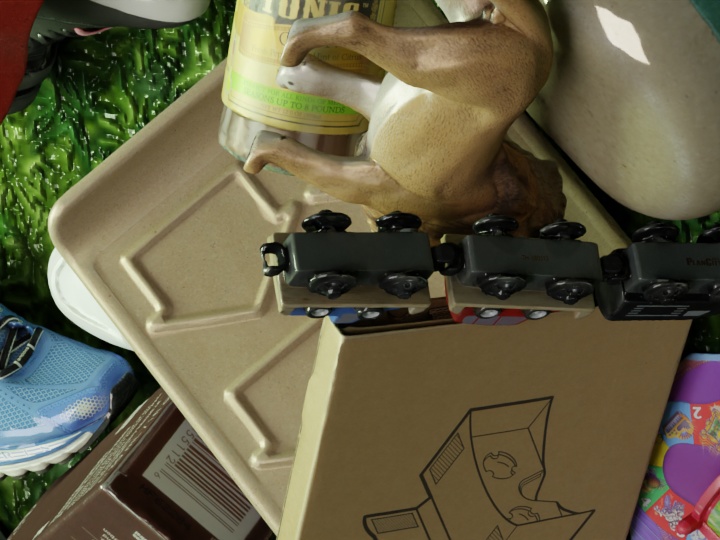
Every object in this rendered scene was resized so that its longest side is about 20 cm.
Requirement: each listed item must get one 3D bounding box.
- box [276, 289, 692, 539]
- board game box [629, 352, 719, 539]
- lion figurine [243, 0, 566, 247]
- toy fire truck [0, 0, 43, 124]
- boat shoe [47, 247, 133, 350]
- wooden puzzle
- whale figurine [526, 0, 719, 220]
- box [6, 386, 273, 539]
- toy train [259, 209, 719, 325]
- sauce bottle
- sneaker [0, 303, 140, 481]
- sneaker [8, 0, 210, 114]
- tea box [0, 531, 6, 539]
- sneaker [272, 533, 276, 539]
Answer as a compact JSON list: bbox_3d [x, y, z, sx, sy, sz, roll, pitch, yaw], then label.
[{"bbox_3d":[0.042,0.093,1.180,0.021,0.163,0.201,51,138,45],"label":"box"},{"bbox_3d":[0.178,0.115,1.160,0.199,0.039,0.159,1,106,39],"label":"board game box"},{"bbox_3d":[0.030,-0.061,1.076,0.122,0.073,0.200,20,159,-1],"label":"lion figurine"},{"bbox_3d":[-0.182,-0.173,1.260,0.200,0.112,0.168,43,115,39],"label":"toy fire truck"},{"bbox_3d":[-0.075,0.008,1.315,0.199,0.067,0.074,1,105,39],"label":"boat shoe"},{"bbox_3d":[0.000,0.000,1.220,0.185,0.046,0.200,-40,80,2],"label":"wooden puzzle"},{"bbox_3d":[0.097,-0.106,1.127,0.200,0.104,0.159,39,161,49],"label":"whale figurine"},{"bbox_3d":[-0.099,0.115,1.312,0.075,0.100,0.200,41,144,-5],"label":"box"},{"bbox_3d":[0.054,0.001,1.098,0.046,0.199,0.034,133,134,-58],"label":"toy train"},{"bbox_3d":[-0.012,-0.137,1.147,0.065,0.065,0.201,21,112,33],"label":"sauce bottle"},{"bbox_3d":[-0.196,0.036,1.396,0.199,0.079,0.089,10,127,25],"label":"sneaker"},{"bbox_3d":[-0.139,-0.111,1.330,0.200,0.071,0.100,20,120,38],"label":"sneaker"},{"bbox_3d":[-0.299,0.149,1.461,0.200,0.196,0.134,54,130,12],"label":"tea box"},{"bbox_3d":[-0.017,0.153,1.323,0.200,0.074,0.085,-40,73,31],"label":"sneaker"}]
